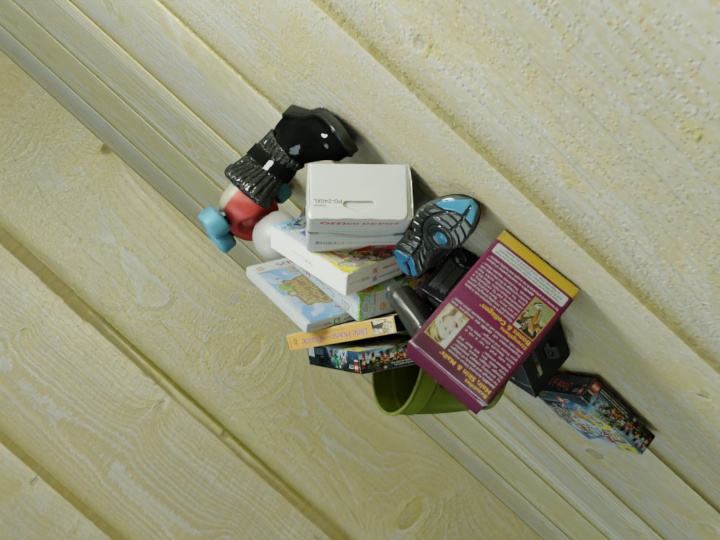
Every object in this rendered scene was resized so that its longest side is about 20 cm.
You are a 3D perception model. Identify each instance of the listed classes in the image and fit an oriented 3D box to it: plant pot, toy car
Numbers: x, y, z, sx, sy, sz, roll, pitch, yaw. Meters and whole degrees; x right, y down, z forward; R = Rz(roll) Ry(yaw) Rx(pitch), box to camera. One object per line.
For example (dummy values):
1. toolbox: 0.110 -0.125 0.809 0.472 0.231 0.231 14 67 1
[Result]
1. plant pot: 0.149 0.169 1.721 0.192 0.201 0.200 12 180 -22
2. toy car: -0.175 -0.078 1.887 0.200 0.184 0.177 46 170 12

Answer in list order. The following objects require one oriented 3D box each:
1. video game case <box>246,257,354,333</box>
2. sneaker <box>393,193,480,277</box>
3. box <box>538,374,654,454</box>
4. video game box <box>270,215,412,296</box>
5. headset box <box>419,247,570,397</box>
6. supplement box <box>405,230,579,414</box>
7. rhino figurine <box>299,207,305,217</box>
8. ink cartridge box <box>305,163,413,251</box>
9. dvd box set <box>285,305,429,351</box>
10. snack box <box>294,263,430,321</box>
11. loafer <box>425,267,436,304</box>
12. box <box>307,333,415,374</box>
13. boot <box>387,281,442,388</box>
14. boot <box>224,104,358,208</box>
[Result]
1. video game case: -0.064 0.026 1.630 0.200 0.182 0.022 39 134 44
2. sneaker: 0.113 -0.063 1.344 0.073 0.082 0.200 51 150 1
3. box: 0.372 0.228 1.591 0.137 0.038 0.200 44 169 -8
4. video game box: -0.016 -0.041 1.579 0.200 0.182 0.047 32 128 42
5. headset box: 0.210 0.082 1.479 0.200 0.093 0.174 34 166 34
6. supplement box: 0.172 0.070 1.290 0.131 0.200 0.103 41 169 10
7. rhino figurine: -0.057 -0.054 1.949 0.200 0.060 0.088 51 -175 -42
8. ink cartridge box: -0.007 -0.088 1.426 0.145 0.084 0.200 0 168 -5
9. dvd box set: 0.000 0.093 1.594 0.146 0.199 0.030 -12 -90 -63
10. snack box: 0.000 0.000 1.608 0.200 0.142 0.053 38 135 45
11. loafer: 0.117 0.028 1.640 0.070 0.068 0.201 25 174 -6
12. box: 0.014 0.134 1.616 0.200 0.136 0.038 -1 96 64
13. boot: 0.110 0.096 1.504 0.139 0.077 0.200 54 176 23
14. boot: -0.104 -0.161 1.448 0.079 0.158 0.211 50 167 -27
